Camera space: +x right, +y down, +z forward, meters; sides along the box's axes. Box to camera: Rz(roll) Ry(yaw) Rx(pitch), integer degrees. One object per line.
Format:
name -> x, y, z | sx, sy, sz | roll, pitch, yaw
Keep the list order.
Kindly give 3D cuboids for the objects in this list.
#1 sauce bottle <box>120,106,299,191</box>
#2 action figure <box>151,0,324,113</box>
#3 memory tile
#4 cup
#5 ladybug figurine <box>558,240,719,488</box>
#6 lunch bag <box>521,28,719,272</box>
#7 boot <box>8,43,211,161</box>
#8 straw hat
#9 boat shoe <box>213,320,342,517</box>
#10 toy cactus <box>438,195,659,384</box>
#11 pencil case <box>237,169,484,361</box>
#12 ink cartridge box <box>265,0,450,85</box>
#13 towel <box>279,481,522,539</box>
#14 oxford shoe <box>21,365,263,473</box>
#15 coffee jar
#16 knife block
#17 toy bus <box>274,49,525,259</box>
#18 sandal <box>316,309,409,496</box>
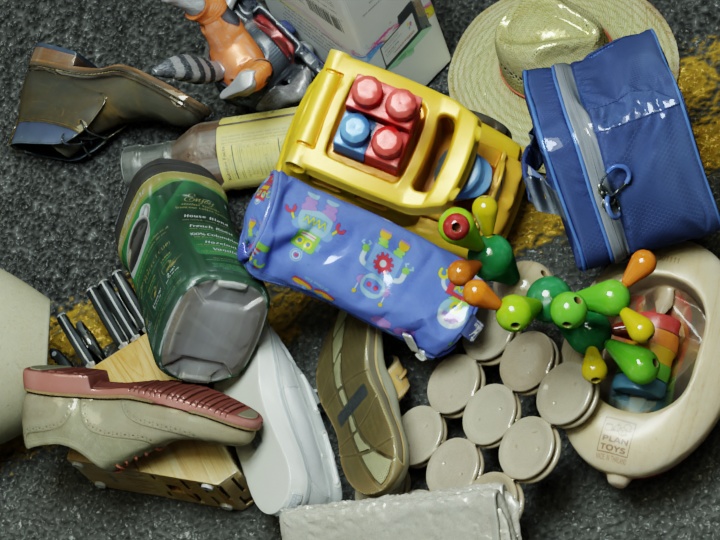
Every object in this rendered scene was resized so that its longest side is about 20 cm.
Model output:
sauce bottle -> -0.105, -0.101, 1.745 | 0.199, 0.065, 0.065 | -6, 63, 15
action figure -> -0.121, -0.195, 1.726 | 0.105, 0.193, 0.200 | -46, 75, 5
memory tile -> 0.087, 0.133, 1.554 | 0.200, 0.017, 0.153 | -55, 42, 3
cup -> -0.328, 0.071, 1.675 | 0.142, 0.200, 0.201 | 3, 63, -8
ladybug figurine -> 0.222, 0.074, 1.550 | 0.135, 0.072, 0.201 | 14, 69, 24
lunch bag -> 0.190, -0.087, 1.569 | 0.132, 0.136, 0.200 | -18, 21, 8
boot -> -0.224, -0.131, 1.802 | 0.199, 0.075, 0.097 | 18, 82, 33
straw hat -> 0.159, -0.183, 1.689 | 0.200, 0.085, 0.202 | -7, 62, 14
boat shoe -> -0.062, 0.111, 1.624 | 0.072, 0.068, 0.200 | -53, 42, 27
toy cactus -> 0.133, 0.009, 1.498 | 0.199, 0.165, 0.103 | 25, 90, -12
pencil case -> 0.000, 0.000, 1.577 | 0.199, 0.078, 0.087 | 26, 71, -9
ink cartridge box -> -0.017, -0.239, 1.708 | 0.084, 0.200, 0.145 | -44, 60, -11
towel -> 0.035, 0.229, 1.502 | 0.199, 0.034, 0.133 | -9, 93, 30
oxford shoe -> -0.171, 0.122, 1.593 | 0.199, 0.070, 0.075 | 8, 94, 19
coffee jar -> -0.140, -0.005, 1.655 | 0.105, 0.085, 0.200 | -66, 28, 27
knife block -> -0.162, 0.093, 1.667 | 0.199, 0.064, 0.176 | 7, 68, 21
toy bus -> 0.038, -0.092, 1.600 | 0.199, 0.192, 0.136 | 22, 79, 0
sandal -> 0.012, 0.099, 1.608 | 0.080, 0.054, 0.201 | -49, 37, 30
